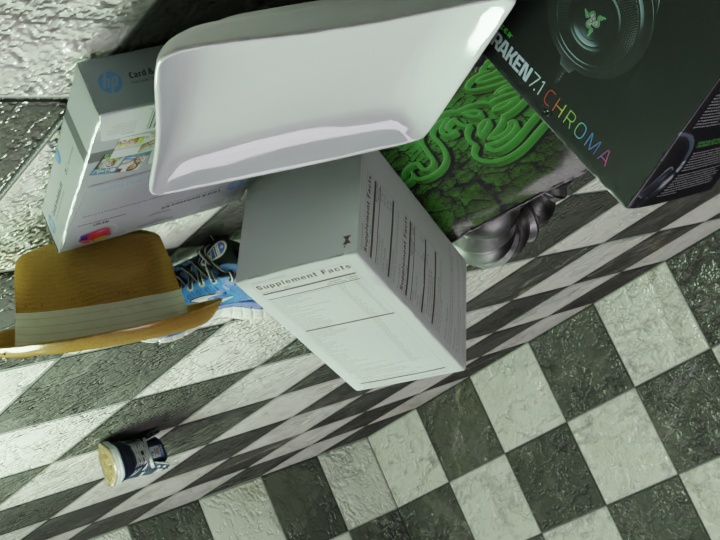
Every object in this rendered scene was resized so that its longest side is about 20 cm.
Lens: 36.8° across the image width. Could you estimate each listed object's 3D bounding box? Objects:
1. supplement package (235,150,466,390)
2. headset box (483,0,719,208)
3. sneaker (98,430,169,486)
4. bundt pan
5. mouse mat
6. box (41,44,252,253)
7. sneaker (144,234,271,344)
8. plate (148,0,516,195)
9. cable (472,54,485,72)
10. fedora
[{"bbox_3d":[0.000,0.000,0.885,0.112,0.111,0.200,-13,145,24],"label":"supplement package"},{"bbox_3d":[0.173,-0.171,0.611,0.092,0.175,0.201,-13,146,-39],"label":"headset box"},{"bbox_3d":[-0.359,0.298,1.731,0.107,0.071,0.200,-16,171,-19],"label":"sneaker"},{"bbox_3d":[0.145,-0.085,1.018,0.202,0.075,0.203,-44,157,-23],"label":"bundt pan"},{"bbox_3d":[0.082,-0.104,0.903,0.198,0.162,0.008,-29,-150,19],"label":"mouse mat"},{"bbox_3d":[-0.130,-0.088,0.746,0.154,0.042,0.200,-19,164,-28],"label":"box"},{"bbox_3d":[-0.152,0.005,1.027,0.197,0.079,0.090,-14,142,-28],"label":"sneaker"},{"bbox_3d":[-0.030,-0.109,0.640,0.196,0.033,0.200,-14,167,-16],"label":"plate"},{"bbox_3d":[0.027,-0.156,0.756,0.161,0.051,0.200,-28,173,6],"label":"cable"},{"bbox_3d":[-0.208,0.014,0.850,0.196,0.084,0.201,-9,-176,1],"label":"fedora"}]
